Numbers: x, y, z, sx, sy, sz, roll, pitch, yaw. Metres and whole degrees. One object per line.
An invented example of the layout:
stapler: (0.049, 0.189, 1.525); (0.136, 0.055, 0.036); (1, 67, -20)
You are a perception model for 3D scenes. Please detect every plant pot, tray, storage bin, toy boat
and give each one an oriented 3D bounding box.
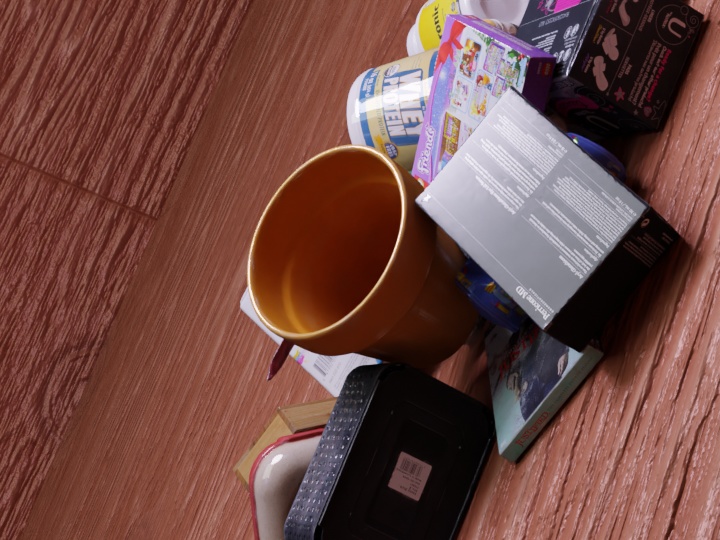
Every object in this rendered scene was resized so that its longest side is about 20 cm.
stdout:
plant pot: (0.020, 0.005, 1.642); (0.199, 0.183, 0.202); (-21, 55, 33)
tray: (-0.039, 0.178, 1.787); (0.037, 0.199, 0.099); (50, 121, 24)
storage bin: (0.029, 0.202, 1.609); (0.202, 0.134, 0.094); (-66, 17, -12)
toy boat: (-0.056, 0.258, 1.704); (0.131, 0.129, 0.202); (-164, 67, -67)

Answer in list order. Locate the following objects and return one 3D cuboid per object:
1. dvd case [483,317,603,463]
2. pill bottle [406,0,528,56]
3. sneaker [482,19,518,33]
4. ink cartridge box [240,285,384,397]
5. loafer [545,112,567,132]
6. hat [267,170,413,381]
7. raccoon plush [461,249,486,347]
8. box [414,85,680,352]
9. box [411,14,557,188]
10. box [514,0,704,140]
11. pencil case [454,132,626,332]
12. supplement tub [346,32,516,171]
dvd case: (0.171, 0.070, 1.588); (0.146, 0.022, 0.201); (-54, 18, 27)
pill bottle: (0.136, -0.311, 2.112); (0.200, 0.111, 0.112); (-24, 41, 65)
sneaker: (0.155, -0.197, 1.975); (0.075, 0.087, 0.202); (34, 121, 40)
ink cartridge box: (-0.024, 0.040, 1.887); (0.084, 0.200, 0.145); (-7, -48, -56)
loafer: (0.135, -0.140, 1.703); (0.070, 0.070, 0.199); (-27, 11, -32)
hat: (0.000, 0.000, 1.786); (0.199, 0.178, 0.165); (-11, 6, 37)
raccoon plush: (0.163, -0.017, 1.697); (0.134, 0.096, 0.203); (10, 100, 59)
box: (0.165, -0.047, 1.494); (0.141, 0.079, 0.200); (-48, 53, 7)
box: (0.117, -0.137, 1.645); (0.137, 0.039, 0.202); (37, 122, 47)
box: (0.233, -0.211, 1.671); (0.133, 0.114, 0.200); (-66, 16, -8)
pencil case: (0.171, -0.041, 1.587); (0.087, 0.078, 0.201); (37, 92, 41)
supplement tub: (0.100, -0.179, 1.866); (0.198, 0.145, 0.146); (-15, 43, 31)
